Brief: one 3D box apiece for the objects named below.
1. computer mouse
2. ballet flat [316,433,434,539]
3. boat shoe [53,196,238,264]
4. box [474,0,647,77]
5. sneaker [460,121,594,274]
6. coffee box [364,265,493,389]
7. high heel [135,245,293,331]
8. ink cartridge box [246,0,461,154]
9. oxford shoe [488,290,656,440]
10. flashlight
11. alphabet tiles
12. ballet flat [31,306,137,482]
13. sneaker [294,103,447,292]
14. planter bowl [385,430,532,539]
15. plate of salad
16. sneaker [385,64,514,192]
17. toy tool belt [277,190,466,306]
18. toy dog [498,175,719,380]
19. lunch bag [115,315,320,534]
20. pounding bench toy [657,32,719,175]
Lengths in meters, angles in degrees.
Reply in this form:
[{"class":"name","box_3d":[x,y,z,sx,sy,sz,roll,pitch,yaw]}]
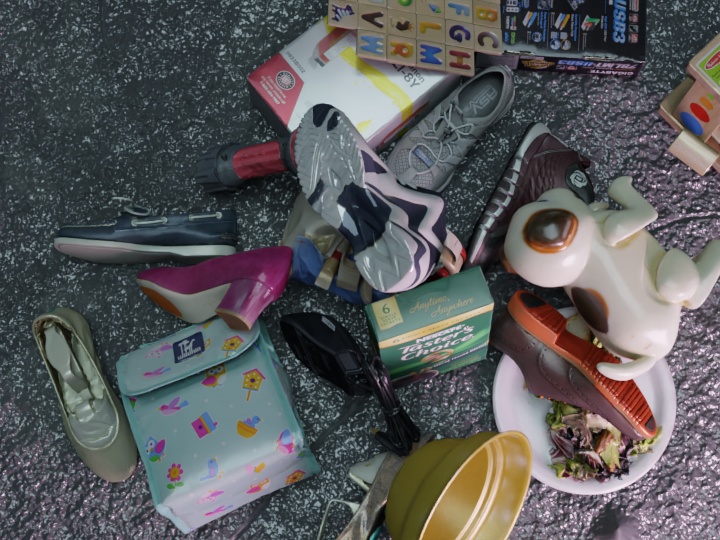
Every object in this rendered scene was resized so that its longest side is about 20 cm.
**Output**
[{"class":"computer mouse","box_3d":[-0.003,0.112,1.224,0.046,0.199,0.141,-36,121,-21]},{"class":"ballet flat","box_3d":[0.005,0.244,1.221,0.067,0.068,0.201,30,78,14]},{"class":"boat shoe","box_3d":[-0.233,-0.043,1.279,0.197,0.075,0.063,0,79,-1]},{"class":"box","box_3d":[0.230,-0.330,1.350,0.196,0.050,0.202,4,77,1]},{"class":"sneaker","box_3d":[0.194,-0.057,1.280,0.115,0.076,0.201,28,79,3]},{"class":"coffee box","box_3d":[0.070,0.064,1.188,0.122,0.200,0.044,-18,70,-4]},{"class":"high heel","box_3d":[-0.157,0.003,1.242,0.067,0.199,0.096,50,63,-34]},{"class":"ink cartridge box","box_3d":[-0.006,-0.210,1.308,0.199,0.083,0.146,-39,81,-8]},{"class":"oxford shoe","box_3d":[0.219,0.111,1.212,0.200,0.071,0.073,44,117,15]},{"class":"flashlight","box_3d":[-0.097,-0.116,1.238,0.199,0.068,0.069,-6,60,40]},{"class":"alphabet tiles","box_3d":[0.061,-0.295,1.284,0.198,0.006,0.168,8,64,-13]},{"class":"ballet flat","box_3d":[-0.298,0.131,1.246,0.069,0.070,0.202,-25,79,-5]},{"class":"sneaker","box_3d":[0.020,-0.071,1.146,0.079,0.129,0.200,-43,71,23]},{"class":"planter bowl","box_3d":[0.084,0.234,1.181,0.083,0.201,0.201,28,78,34]},{"class":"plate of salad","box_3d":[0.241,0.136,1.250,0.197,0.048,0.203,0,78,0]},{"class":"sneaker","box_3d":[0.094,-0.158,1.296,0.075,0.082,0.200,39,81,8]},{"class":"toy tool belt","box_3d":[0.000,0.000,1.237,0.198,0.125,0.124,20,66,11]},{"class":"toy dog","box_3d":[0.240,-0.002,1.209,0.199,0.140,0.195,32,76,-6]},{"class":"lunch bag","box_3d":[-0.154,0.141,1.218,0.169,0.122,0.201,-23,62,-1]},{"class":"pounding bench toy","box_3d":[0.392,-0.167,1.259,0.200,0.156,0.124,-42,81,-8]}]
